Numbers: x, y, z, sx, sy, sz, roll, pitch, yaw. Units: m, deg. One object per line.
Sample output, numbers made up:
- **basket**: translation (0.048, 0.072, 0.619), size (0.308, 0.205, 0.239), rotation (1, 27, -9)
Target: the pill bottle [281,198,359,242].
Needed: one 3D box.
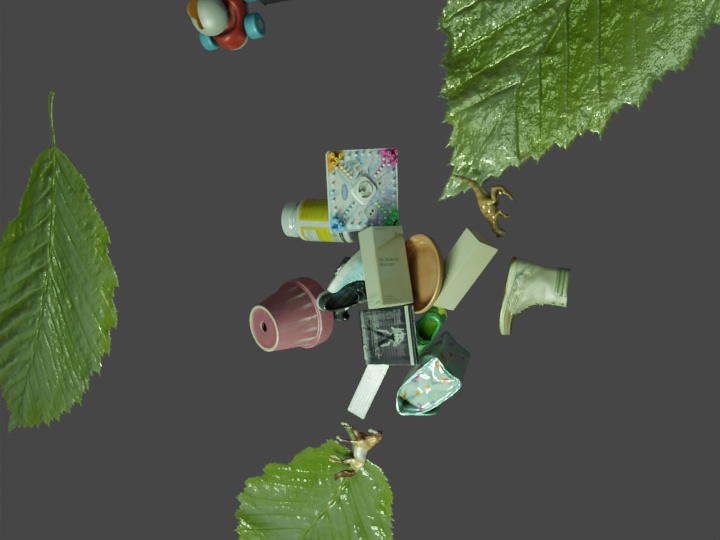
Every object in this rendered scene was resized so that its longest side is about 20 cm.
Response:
- **pill bottle**: translation (-0.108, -0.138, 1.442), size (0.196, 0.114, 0.117), rotation (4, 105, 21)

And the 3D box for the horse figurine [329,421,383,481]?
- **horse figurine**: translation (-0.019, 0.549, 1.611), size (0.130, 0.050, 0.204), rotation (17, 102, -2)

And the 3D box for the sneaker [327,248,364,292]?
- **sneaker**: translation (0.000, 0.000, 1.406), size (0.082, 0.074, 0.200), rotation (44, 72, 1)

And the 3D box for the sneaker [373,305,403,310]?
- **sneaker**: translation (0.063, 0.147, 1.482), size (0.114, 0.072, 0.202), rotation (47, 122, 26)

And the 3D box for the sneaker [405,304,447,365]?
- **sneaker**: translation (0.156, 0.177, 1.432), size (0.074, 0.083, 0.202), rotation (37, 114, 9)

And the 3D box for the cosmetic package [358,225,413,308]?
- **cosmetic package**: translation (0.065, -0.009, 1.368), size (0.073, 0.102, 0.204), rotation (-18, 79, 58)

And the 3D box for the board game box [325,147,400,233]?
- **board game box**: translation (0.012, -0.204, 1.350), size (0.026, 0.196, 0.204), rotation (-157, 62, -63)

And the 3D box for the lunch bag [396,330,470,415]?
- **lunch bag**: translation (0.184, 0.286, 1.401), size (0.122, 0.170, 0.200), rotation (42, 115, 3)

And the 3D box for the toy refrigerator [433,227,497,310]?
- **toy refrigerator**: translation (0.250, -0.003, 1.344), size (0.202, 0.075, 0.070), rotation (-58, 38, 23)

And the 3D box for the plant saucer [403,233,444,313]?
- **plant saucer**: translation (0.156, 0.008, 1.363), size (0.199, 0.037, 0.205), rotation (-15, 73, 60)

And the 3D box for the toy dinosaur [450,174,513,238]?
- **toy dinosaur**: translation (0.309, -0.174, 1.295), size (0.105, 0.060, 0.202), rotation (-30, 91, 27)

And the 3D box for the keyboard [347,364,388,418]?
- **keyboard**: translation (0.022, 0.349, 1.571), size (0.056, 0.011, 0.203), rotation (28, 112, 13)

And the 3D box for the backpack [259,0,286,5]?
- **backpack**: translation (-0.206, -0.783, 1.307), size (0.179, 0.134, 0.204), rotation (3, 102, 20)

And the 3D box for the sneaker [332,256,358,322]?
- **sneaker**: translation (-0.039, 0.059, 1.494), size (0.089, 0.066, 0.203), rotation (23, 115, 12)

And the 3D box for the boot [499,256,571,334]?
- **boot**: translation (0.428, 0.077, 1.307), size (0.152, 0.072, 0.204), rotation (12, 107, 16)

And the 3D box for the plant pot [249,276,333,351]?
- **plant pot**: translation (-0.202, 0.136, 1.483), size (0.198, 0.178, 0.204), rotation (16, 114, 39)

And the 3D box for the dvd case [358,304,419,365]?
- **dvd case**: translation (0.073, 0.175, 1.413), size (0.198, 0.016, 0.152), rotation (-11, 84, 48)

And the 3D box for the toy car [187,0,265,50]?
- **toy car**: translation (-0.377, -0.674, 1.365), size (0.181, 0.200, 0.181), rotation (-2, 103, 22)

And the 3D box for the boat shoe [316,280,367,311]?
- **boat shoe**: translation (-0.021, 0.065, 1.427), size (0.196, 0.066, 0.071), rotation (-14, 107, -19)
